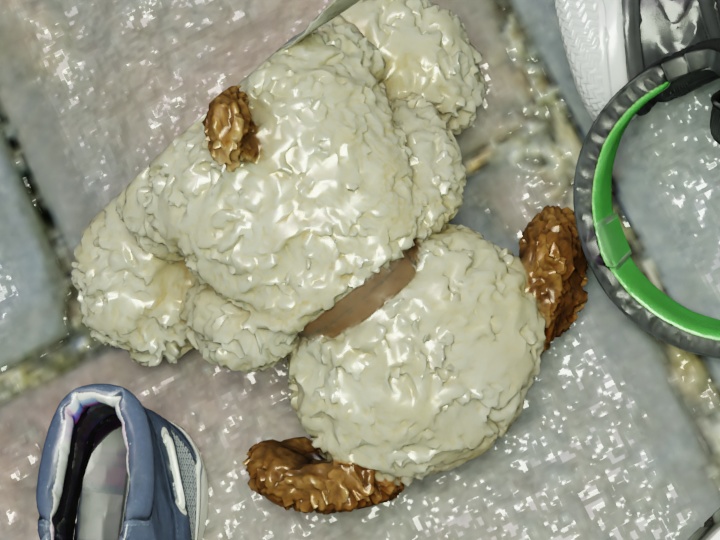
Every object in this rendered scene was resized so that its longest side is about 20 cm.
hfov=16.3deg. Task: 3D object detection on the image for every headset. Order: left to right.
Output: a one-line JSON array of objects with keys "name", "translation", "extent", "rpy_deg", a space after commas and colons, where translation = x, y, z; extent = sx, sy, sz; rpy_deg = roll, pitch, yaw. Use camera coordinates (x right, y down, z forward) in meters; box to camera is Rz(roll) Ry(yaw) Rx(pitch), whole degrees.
[{"name": "headset", "translation": [0.174, -0.035, 0.954], "extent": [0.199, 0.094, 0.124], "rpy_deg": [-19, 97, 22]}]

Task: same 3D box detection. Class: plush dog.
[{"name": "plush dog", "translation": [0.000, 0.000, 0.987], "extent": [0.200, 0.160, 0.172], "rpy_deg": [-41, 93, -2]}]

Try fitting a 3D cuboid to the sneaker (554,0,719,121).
[{"name": "sneaker", "translation": [0.130, -0.163, 1.034], "extent": [0.113, 0.075, 0.201], "rpy_deg": [-10, 78, 9]}]

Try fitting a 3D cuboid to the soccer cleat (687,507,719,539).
[{"name": "soccer cleat", "translation": [0.107, 0.171, 0.944], "extent": [0.073, 0.068, 0.200], "rpy_deg": [44, 86, 9]}]

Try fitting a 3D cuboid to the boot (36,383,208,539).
[{"name": "boot", "translation": [-0.101, 0.147, 0.980], "extent": [0.072, 0.090, 0.201], "rpy_deg": [-4, 73, 11]}]
